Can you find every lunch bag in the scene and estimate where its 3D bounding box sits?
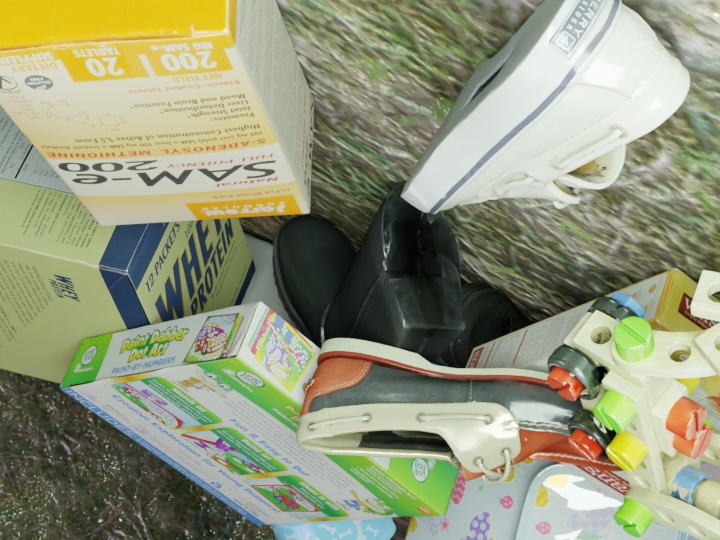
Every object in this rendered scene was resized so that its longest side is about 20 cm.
[{"bbox_3d":[0.131,0.201,0.992,0.199,0.172,0.126,22,-172,41],"label":"lunch bag"}]

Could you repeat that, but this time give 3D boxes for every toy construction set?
[{"bbox_3d":[0.163,0.074,0.675,0.131,0.092,0.202,31,145,34],"label":"toy construction set"}]

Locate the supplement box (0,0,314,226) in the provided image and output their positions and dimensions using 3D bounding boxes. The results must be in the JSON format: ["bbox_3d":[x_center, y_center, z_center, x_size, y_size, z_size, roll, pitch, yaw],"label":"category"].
[{"bbox_3d":[-0.100,-0.094,0.697,0.124,0.075,0.200,-3,160,8],"label":"supplement box"}]

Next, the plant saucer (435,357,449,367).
[{"bbox_3d":[0.124,0.105,1.138,0.199,0.028,0.200,30,167,7],"label":"plant saucer"}]

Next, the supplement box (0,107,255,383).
[{"bbox_3d":[-0.203,-0.019,1.001,0.197,0.135,0.201,12,150,16],"label":"supplement box"}]

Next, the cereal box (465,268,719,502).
[{"bbox_3d":[0.164,0.075,0.812,0.143,0.040,0.200,34,152,-15],"label":"cereal box"}]

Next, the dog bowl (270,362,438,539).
[{"bbox_3d":[0.005,0.144,1.080,0.111,0.200,0.050,5,135,53],"label":"dog bowl"}]

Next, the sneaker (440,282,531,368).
[{"bbox_3d":[0.132,0.073,0.939,0.103,0.060,0.200,21,168,36],"label":"sneaker"}]

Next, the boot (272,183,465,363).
[{"bbox_3d":[0.000,0.001,0.905,0.200,0.065,0.166,113,136,-65],"label":"boot"}]

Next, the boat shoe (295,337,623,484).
[{"bbox_3d":[0.061,0.090,0.804,0.197,0.063,0.071,11,150,13],"label":"boat shoe"}]

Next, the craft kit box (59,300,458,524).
[{"bbox_3d":[-0.068,0.103,0.935,0.196,0.049,0.200,-9,139,46],"label":"craft kit box"}]

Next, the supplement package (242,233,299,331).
[{"bbox_3d":[-0.043,0.077,1.204,0.116,0.118,0.200,21,164,44],"label":"supplement package"}]

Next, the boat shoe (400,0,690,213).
[{"bbox_3d":[0.074,-0.055,0.581,0.069,0.071,0.200,34,160,-5],"label":"boat shoe"}]
